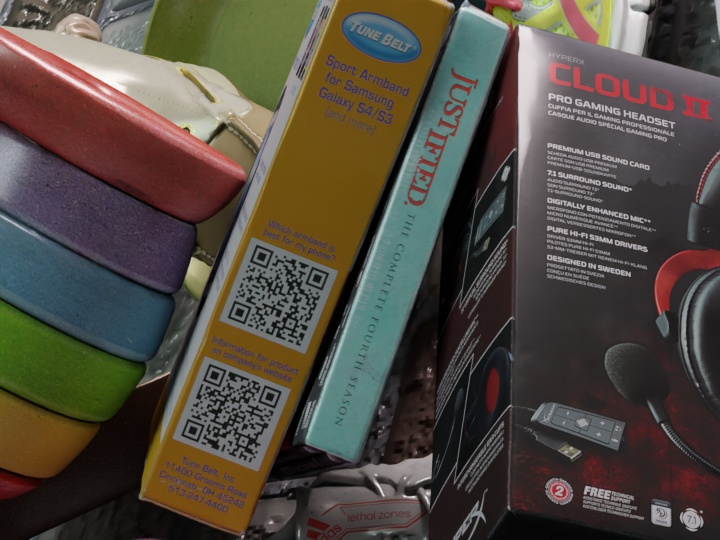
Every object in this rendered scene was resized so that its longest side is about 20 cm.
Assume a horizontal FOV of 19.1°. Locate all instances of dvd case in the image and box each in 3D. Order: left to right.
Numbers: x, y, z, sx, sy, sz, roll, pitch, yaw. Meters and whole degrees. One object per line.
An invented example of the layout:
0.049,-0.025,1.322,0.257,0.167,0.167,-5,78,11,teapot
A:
0.000,0.000,0.740,0.200,0.022,0.147,143,147,-78,dvd case

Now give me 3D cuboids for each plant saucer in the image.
-0.113,0.079,0.854,0.200,0.200,0.037,-26,87,30,plant saucer
-0.023,-0.070,0.911,0.199,0.031,0.201,-2,87,45,plant saucer

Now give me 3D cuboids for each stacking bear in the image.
-0.132,0.028,0.714,0.113,0.121,0.201,31,93,28,stacking bear

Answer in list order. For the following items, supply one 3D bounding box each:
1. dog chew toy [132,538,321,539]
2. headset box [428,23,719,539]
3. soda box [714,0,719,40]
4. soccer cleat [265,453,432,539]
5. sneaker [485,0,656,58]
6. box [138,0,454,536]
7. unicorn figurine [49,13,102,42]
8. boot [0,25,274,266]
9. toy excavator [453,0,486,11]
-0.057,0.139,0.659,0.199,0.125,0.125,6,61,23,dog chew toy
0.102,0.021,0.653,0.075,0.148,0.201,117,163,-50,headset box
0.169,-0.152,0.813,0.068,0.064,0.201,-28,41,28,soda box
0.022,0.093,0.736,0.199,0.085,0.069,-29,43,28,soccer cleat
0.068,-0.123,0.834,0.078,0.090,0.201,151,130,-77,sneaker
-0.018,-0.023,0.704,0.119,0.041,0.201,-111,45,-81,box
-0.138,-0.054,1.020,0.200,0.074,0.138,125,168,-64,unicorn figurine
-0.105,-0.050,0.829,0.200,0.154,0.072,41,115,60,boot
0.022,-0.143,0.945,0.194,0.100,0.201,9,75,51,toy excavator
